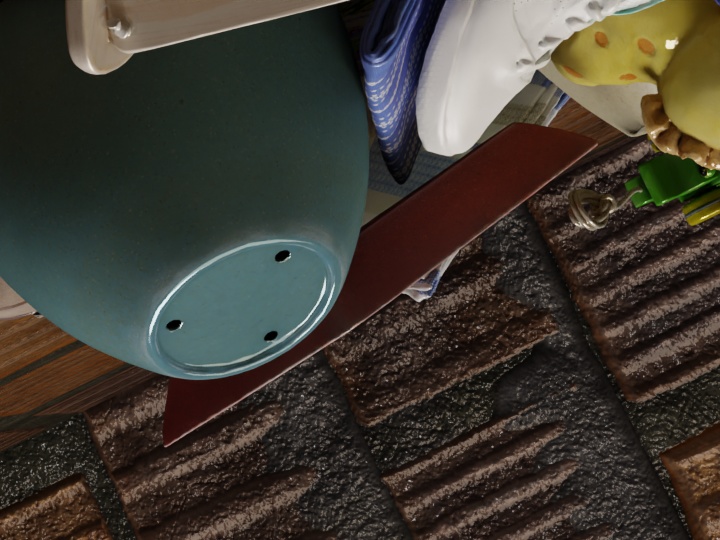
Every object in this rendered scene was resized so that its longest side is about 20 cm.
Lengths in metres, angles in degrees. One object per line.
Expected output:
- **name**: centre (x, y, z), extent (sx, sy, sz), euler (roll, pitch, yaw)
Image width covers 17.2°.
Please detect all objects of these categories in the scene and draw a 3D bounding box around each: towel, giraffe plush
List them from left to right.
- **towel**: centre (0.039, -0.073, 1.449), extent (0.146, 0.024, 0.200), euler (15, -120, 41)
- **towel**: centre (0.040, -0.129, 1.102), extent (0.200, 0.024, 0.146), euler (69, 43, -76)
- **giraffe plush**: centre (0.165, -0.126, 1.180), extent (0.172, 0.162, 0.201), euler (-24, 143, -56)

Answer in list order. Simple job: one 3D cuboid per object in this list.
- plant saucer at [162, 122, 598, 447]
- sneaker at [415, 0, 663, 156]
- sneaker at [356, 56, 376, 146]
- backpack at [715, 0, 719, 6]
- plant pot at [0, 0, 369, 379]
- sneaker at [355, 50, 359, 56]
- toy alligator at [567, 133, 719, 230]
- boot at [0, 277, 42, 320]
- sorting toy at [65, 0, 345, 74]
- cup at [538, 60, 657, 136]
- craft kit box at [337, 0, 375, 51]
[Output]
- **plant saucer**: centre (0.000, 0.000, 1.213), extent (0.200, 0.037, 0.199), euler (-37, -178, -38)
- **sneaker**: centre (0.094, -0.131, 1.076), extent (0.201, 0.088, 0.075), euler (-64, 174, 18)
- **sneaker**: centre (-0.022, -0.053, 1.312), extent (0.075, 0.100, 0.200), euler (-21, 172, -32)
- **backpack**: centre (0.167, -0.196, 0.766), extent (0.199, 0.183, 0.134), euler (-31, 180, 19)
- **plant pot**: centre (-0.076, -0.033, 1.050), extent (0.199, 0.135, 0.201), euler (-19, 145, -14)
- **sneaker**: centre (0.032, -0.130, 1.320), extent (0.080, 0.074, 0.200), euler (-18, -177, -12)
- **toy alligator**: centre (0.193, -0.061, 1.356), extent (0.054, 0.060, 0.200), euler (-30, 174, 41)
- **boot**: centre (-0.122, -0.027, 1.259), extent (0.199, 0.071, 0.146), euler (-15, 171, -20)
- **sorting toy**: centre (0.003, -0.158, 0.851), extent (0.199, 0.107, 0.180), euler (-12, -167, 18)
- **cup**: centre (0.169, -0.163, 1.363), extent (0.199, 0.144, 0.200), euler (-26, 176, -2)
- **craft kit box**: centre (-0.068, -0.116, 1.224), extent (0.199, 0.049, 0.197), euler (-22, 171, -40)
